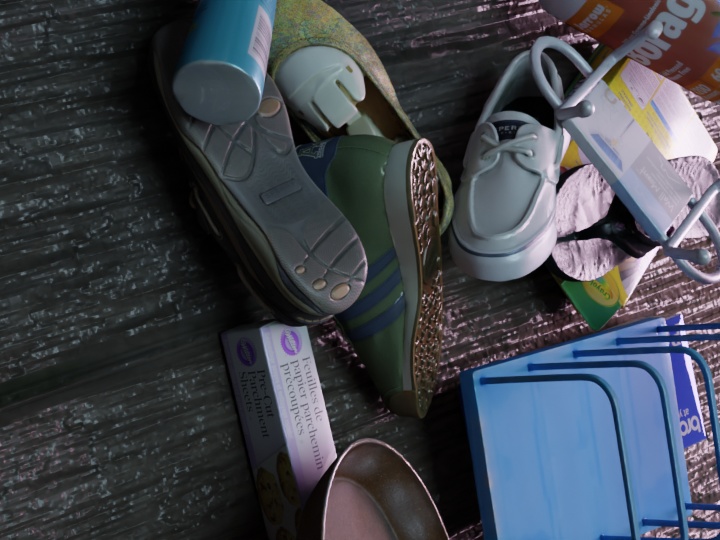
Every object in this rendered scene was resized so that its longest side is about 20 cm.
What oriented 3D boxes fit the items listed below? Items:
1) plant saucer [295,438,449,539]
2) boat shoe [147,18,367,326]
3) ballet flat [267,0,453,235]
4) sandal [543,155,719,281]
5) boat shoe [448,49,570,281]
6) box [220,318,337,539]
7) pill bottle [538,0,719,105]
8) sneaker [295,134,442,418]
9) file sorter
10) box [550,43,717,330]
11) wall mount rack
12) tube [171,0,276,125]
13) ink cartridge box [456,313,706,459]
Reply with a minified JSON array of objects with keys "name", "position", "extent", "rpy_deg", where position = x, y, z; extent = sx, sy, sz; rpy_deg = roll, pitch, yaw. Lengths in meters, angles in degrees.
[{"name":"plant saucer","position":[0.011,0.199,1.277],"extent":[0.200,0.034,0.201],"rpy_deg":[48,34,-49]},{"name":"boat shoe","position":[-0.074,-0.052,1.288],"extent":[0.074,0.073,0.200],"rpy_deg":[-19,76,-38]},{"name":"ballet flat","position":[-0.004,-0.092,1.356],"extent":[0.200,0.071,0.071],"rpy_deg":[51,53,-29]},{"name":"sandal","position":[0.192,-0.044,1.494],"extent":[0.200,0.048,0.076],"rpy_deg":[-19,97,-44]},{"name":"boat shoe","position":[0.095,-0.072,1.422],"extent":[0.200,0.073,0.066],"rpy_deg":[-78,163,-52]},{"name":"box","position":[-0.037,0.128,1.316],"extent":[0.039,0.041,0.201],"rpy_deg":[-16,96,-45]},{"name":"pill bottle","position":[0.192,-0.204,1.506],"extent":[0.200,0.112,0.112],"rpy_deg":[26,63,-10]},{"name":"sneaker","position":[0.000,0.000,1.354],"extent":[0.067,0.090,0.201],"rpy_deg":[-63,156,-49]},{"name":"file sorter","position":[0.182,0.113,1.411],"extent":[0.200,0.122,0.139],"rpy_deg":[-13,96,-45]},{"name":"box","position":[0.171,-0.061,1.543],"extent":[0.117,0.048,0.200],"rpy_deg":[55,49,-23]},{"name":"wall mount rack","position":[0.184,-0.074,1.407],"extent":[0.200,0.075,0.174],"rpy_deg":[50,37,-5]},{"name":"tube","position":[-0.066,-0.172,1.283],"extent":[0.050,0.078,0.200],"rpy_deg":[15,49,-5]},{"name":"ink cartridge box","position":[0.155,0.097,1.501],"extent":[0.200,0.044,0.094],"rpy_deg":[-17,97,-44]}]
